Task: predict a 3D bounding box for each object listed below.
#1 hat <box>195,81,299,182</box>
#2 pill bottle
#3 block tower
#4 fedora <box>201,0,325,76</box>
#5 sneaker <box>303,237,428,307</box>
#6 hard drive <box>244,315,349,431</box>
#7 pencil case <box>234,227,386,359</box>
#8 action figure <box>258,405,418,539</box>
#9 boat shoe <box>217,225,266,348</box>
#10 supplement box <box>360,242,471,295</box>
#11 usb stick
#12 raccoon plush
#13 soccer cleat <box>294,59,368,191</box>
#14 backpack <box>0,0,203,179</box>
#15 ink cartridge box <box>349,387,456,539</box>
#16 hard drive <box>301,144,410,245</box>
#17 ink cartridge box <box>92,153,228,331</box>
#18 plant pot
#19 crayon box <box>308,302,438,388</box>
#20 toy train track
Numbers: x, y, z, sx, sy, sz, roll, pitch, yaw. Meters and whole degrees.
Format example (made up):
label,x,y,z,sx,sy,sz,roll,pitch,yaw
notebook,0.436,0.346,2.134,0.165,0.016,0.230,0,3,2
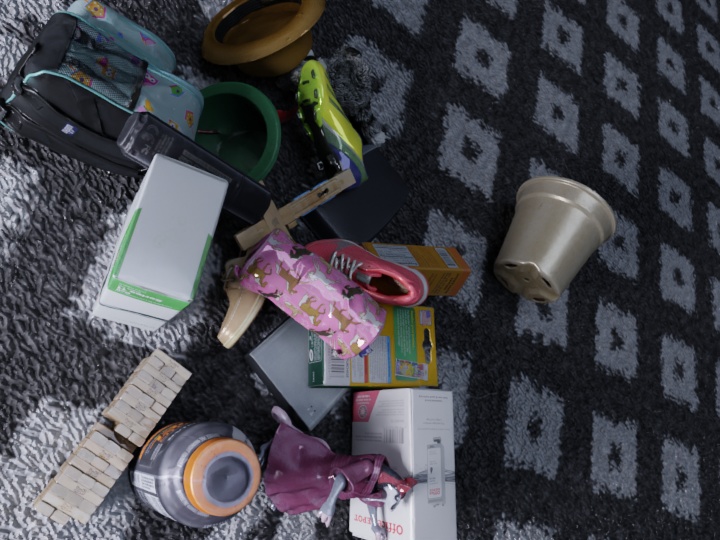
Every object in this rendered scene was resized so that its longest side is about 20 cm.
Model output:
label,x,y,z,sx,sy,sz,roll,pitch,yaw
hat,-0.168,-0.174,0.837,0.200,0.176,0.166,-24,81,6
pill bottle,-0.180,0.219,0.609,0.106,0.200,0.106,10,71,-32
block tower,-0.280,0.189,0.640,0.054,0.058,0.200,42,60,-18
fedora,-0.139,-0.352,0.842,0.082,0.200,0.201,62,43,-52
sneaker,0.000,0.000,0.790,0.200,0.087,0.074,17,95,9
hard drive,-0.056,0.115,0.825,0.200,0.033,0.140,-43,101,-35
pencil case,-0.062,0.032,0.719,0.200,0.083,0.087,39,49,-10
action figure,-0.023,0.265,0.720,0.134,0.200,0.149,66,24,-50
boat shoe,-0.161,0.012,0.765,0.064,0.071,0.200,29,52,-19
supplement box,0.084,0.000,0.918,0.200,0.067,0.069,3,41,-32
usb stick,-0.186,-0.114,0.655,0.200,0.033,0.055,31,88,-46
raccoon plush,-0.042,-0.278,0.913,0.134,0.097,0.200,-37,99,-29
soccer cleat,-0.041,-0.220,0.852,0.084,0.065,0.200,-22,98,-38
backpack,-0.294,-0.202,0.666,0.200,0.176,0.153,32,57,-37
ink cartridge box,0.056,0.272,0.786,0.083,0.146,0.200,11,71,-33
hard drive,-0.003,-0.117,0.920,0.135,0.042,0.200,50,56,-12
ink cartridge box,-0.236,-0.020,0.640,0.083,0.200,0.147,20,66,-25
plant pot,0.354,-0.046,1.067,0.200,0.200,0.184,42,70,-18
crayon box,0.020,0.111,0.825,0.200,0.052,0.126,8,72,-31
toy train track,-0.092,-0.089,0.783,0.200,0.033,0.115,-35,111,-25
